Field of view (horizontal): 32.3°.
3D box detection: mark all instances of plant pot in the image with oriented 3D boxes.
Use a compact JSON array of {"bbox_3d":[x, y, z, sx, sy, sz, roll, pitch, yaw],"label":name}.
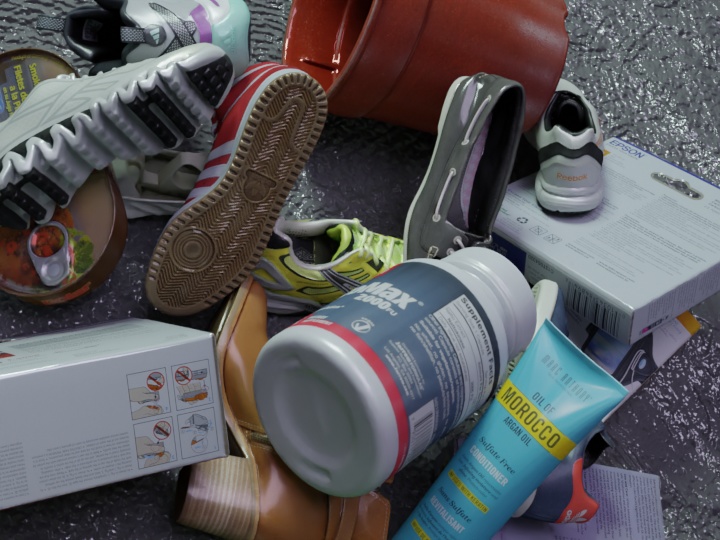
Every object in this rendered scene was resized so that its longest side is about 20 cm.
[{"bbox_3d":[0.060,-0.204,1.066,0.194,0.201,0.202,15,56,-25],"label":"plant pot"}]

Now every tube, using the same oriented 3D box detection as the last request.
[{"bbox_3d":[0.095,0.134,0.852,0.077,0.201,0.050,42,14,25],"label":"tube"}]

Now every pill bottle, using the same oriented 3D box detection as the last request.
[{"bbox_3d":[0.032,0.060,0.865,0.199,0.120,0.120,-30,76,-44],"label":"pill bottle"}]

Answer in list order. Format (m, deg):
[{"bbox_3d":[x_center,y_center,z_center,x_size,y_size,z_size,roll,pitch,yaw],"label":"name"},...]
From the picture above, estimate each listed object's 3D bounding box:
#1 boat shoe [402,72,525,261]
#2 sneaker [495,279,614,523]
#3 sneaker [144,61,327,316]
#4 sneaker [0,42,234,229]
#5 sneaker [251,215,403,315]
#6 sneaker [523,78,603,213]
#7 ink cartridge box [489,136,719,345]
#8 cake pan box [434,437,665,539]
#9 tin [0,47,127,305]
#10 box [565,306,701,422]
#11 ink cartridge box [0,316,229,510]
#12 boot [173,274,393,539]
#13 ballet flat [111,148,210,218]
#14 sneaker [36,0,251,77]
[{"bbox_3d":[0.082,-0.057,0.970,0.066,0.057,0.202,16,85,-40],"label":"boat shoe"},{"bbox_3d":[0.151,0.102,0.943,0.084,0.075,0.201,18,56,-9],"label":"sneaker"},{"bbox_3d":[-0.098,-0.066,0.923,0.071,0.201,0.113,31,9,-23],"label":"sneaker"},{"bbox_3d":[-0.183,-0.111,0.862,0.199,0.075,0.081,-28,59,0],"label":"sneaker"},{"bbox_3d":[0.000,0.000,0.982,0.198,0.076,0.076,2,59,-26],"label":"sneaker"},{"bbox_3d":[0.186,-0.132,1.103,0.073,0.081,0.201,-1,33,2],"label":"sneaker"},{"bbox_3d":[0.222,-0.033,1.064,0.199,0.044,0.196,-23,41,-31],"label":"ink cartridge box"},{"bbox_3d":[0.145,0.237,0.926,0.182,0.052,0.202,10,58,-16],"label":"cake pan box"},{"bbox_3d":[-0.236,-0.070,0.911,0.111,0.042,0.202,-22,68,8],"label":"tin"},{"bbox_3d":[0.189,0.060,1.054,0.199,0.042,0.119,-35,79,-33],"label":"box"},{"bbox_3d":[-0.212,0.090,0.813,0.198,0.175,0.085,-10,97,-27],"label":"ink cartridge box"},{"bbox_3d":[-0.044,0.107,0.901,0.154,0.077,0.202,15,55,-17],"label":"boot"},{"bbox_3d":[-0.158,-0.075,0.962,0.198,0.070,0.070,7,60,-20],"label":"ballet flat"},{"bbox_3d":[-0.179,-0.182,0.943,0.139,0.200,0.079,-3,96,-26],"label":"sneaker"}]
